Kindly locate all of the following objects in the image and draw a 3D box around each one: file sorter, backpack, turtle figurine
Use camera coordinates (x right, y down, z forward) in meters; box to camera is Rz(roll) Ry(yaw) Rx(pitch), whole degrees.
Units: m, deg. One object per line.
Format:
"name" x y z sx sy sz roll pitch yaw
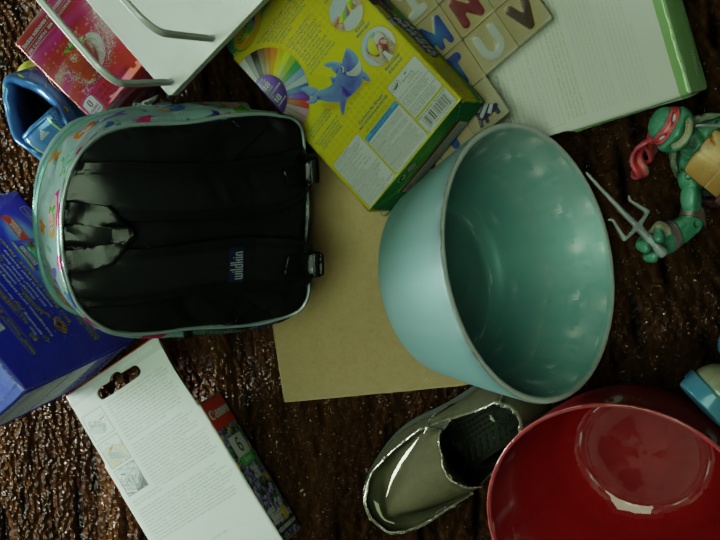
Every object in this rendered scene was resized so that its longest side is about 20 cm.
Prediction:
"file sorter" -0.130 -0.240 1.014 0.200 0.124 0.139 -43 85 17
"backpack" -0.148 -0.041 1.103 0.150 0.199 0.179 19 114 55
"turtle figurine" 0.271 -0.067 1.043 0.199 0.101 0.150 29 124 -7

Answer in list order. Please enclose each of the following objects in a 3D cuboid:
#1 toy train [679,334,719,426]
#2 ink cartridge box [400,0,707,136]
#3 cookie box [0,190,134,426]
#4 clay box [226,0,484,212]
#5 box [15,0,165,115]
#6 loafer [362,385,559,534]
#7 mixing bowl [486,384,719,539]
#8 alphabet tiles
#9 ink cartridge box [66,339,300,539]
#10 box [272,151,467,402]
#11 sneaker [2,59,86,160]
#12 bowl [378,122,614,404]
"toy train" 0.321 0.099 1.034 0.116 0.085 0.200 -43 118 7
"ink cartridge box" 0.142 -0.174 1.092 0.199 0.048 0.147 -16 94 32
"cookie box" -0.296 0.030 1.167 0.075 0.200 0.171 -42 86 17
"clay box" -0.012 -0.155 1.110 0.200 0.047 0.115 50 115 19
"box" -0.161 -0.219 1.142 0.095 0.100 0.200 44 107 5
"loafer" 0.067 0.143 1.141 0.075 0.070 0.200 47 117 5
"mixing bowl" 0.202 0.160 1.080 0.199 0.108 0.202 9 118 17
"alphabet tiles" 0.045 -0.167 1.107 0.200 0.008 0.168 -39 74 26
"ink cartridge box" -0.149 0.161 1.225 0.109 0.050 0.201 -32 88 19
"box" 0.000 0.000 1.171 0.162 0.021 0.202 -7 97 17
"sneaker" -0.227 -0.084 1.180 0.076 0.105 0.200 -39 86 18
"bowl" 0.088 0.000 1.073 0.105 0.200 0.202 -10 96 44
